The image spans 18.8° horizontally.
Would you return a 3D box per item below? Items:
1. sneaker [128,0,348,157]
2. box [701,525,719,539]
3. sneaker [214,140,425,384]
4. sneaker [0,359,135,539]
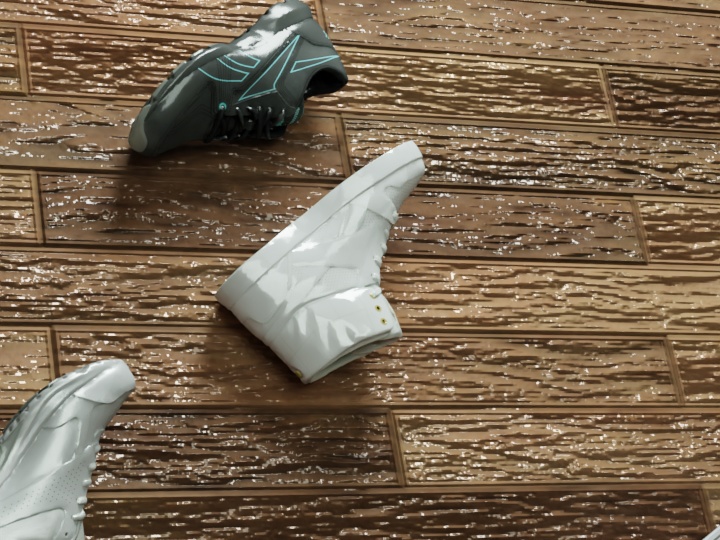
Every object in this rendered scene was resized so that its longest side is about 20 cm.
[{"bbox_3d":[-0.088,-0.133,1.626,0.200,0.075,0.079,-37,83,-34],"label":"sneaker"},{"bbox_3d":[0.266,0.254,1.569,0.199,0.060,0.117,-33,79,-34],"label":"box"},{"bbox_3d":[0.000,0.000,1.596,0.116,0.074,0.200,47,65,5],"label":"sneaker"},{"bbox_3d":[-0.207,0.145,1.427,0.099,0.078,0.200,44,64,-3],"label":"sneaker"}]
